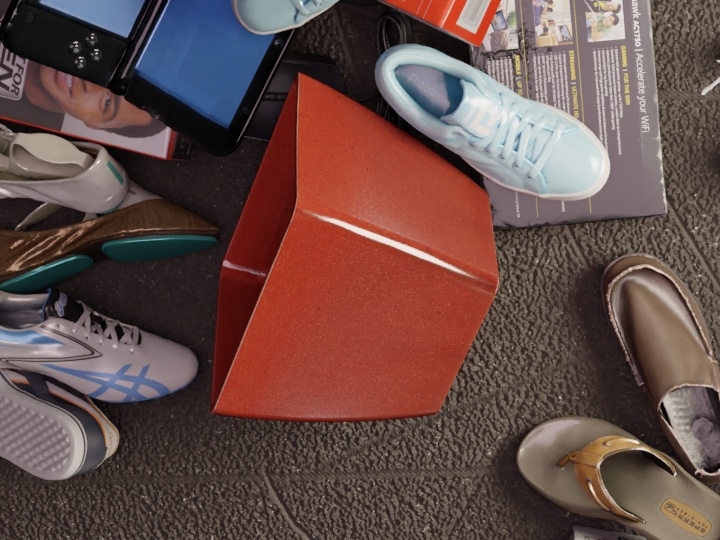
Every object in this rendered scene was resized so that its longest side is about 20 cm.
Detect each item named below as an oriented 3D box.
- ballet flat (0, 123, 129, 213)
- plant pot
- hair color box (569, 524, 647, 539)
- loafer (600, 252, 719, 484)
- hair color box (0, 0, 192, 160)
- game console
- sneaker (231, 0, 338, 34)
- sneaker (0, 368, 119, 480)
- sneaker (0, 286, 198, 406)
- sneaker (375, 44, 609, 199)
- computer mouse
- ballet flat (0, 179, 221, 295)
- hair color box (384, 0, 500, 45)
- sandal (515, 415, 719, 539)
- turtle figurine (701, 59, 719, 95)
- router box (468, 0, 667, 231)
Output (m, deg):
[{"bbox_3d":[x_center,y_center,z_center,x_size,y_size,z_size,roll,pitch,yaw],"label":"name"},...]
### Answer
[{"bbox_3d":[-0.282,-0.091,1.705,0.198,0.069,0.070,8,95,17],"label":"ballet flat"},{"bbox_3d":[0.000,0.000,1.629,0.175,0.201,0.201,16,123,-12],"label":"plant pot"},{"bbox_3d":[0.262,0.259,1.688,0.198,0.100,0.061,10,98,4],"label":"hair color box"},{"bbox_3d":[0.255,0.078,1.689,0.073,0.071,0.201,-28,92,6],"label":"loafer"},{"bbox_3d":[-0.226,-0.159,1.698,0.198,0.061,0.103,14,95,14],"label":"hair color box"},{"bbox_3d":[-0.143,-0.213,1.577,0.171,0.119,0.201,18,105,-42],"label":"game console"},{"bbox_3d":[-0.013,-0.234,1.526,0.199,0.082,0.074,-35,102,13],"label":"sneaker"},{"bbox_3d":[-0.285,0.112,1.738,0.199,0.079,0.079,30,106,27],"label":"sneaker"},{"bbox_3d":[-0.225,0.056,1.708,0.198,0.072,0.073,13,124,-11],"label":"sneaker"},{"bbox_3d":[0.096,-0.110,1.621,0.199,0.082,0.074,25,98,7],"label":"sneaker"},{"bbox_3d":[-0.052,-0.168,1.708,0.198,0.046,0.142,8,96,4],"label":"computer mouse"},{"bbox_3d":[-0.215,-0.035,1.730,0.198,0.068,0.073,-14,74,9],"label":"ballet flat"},{"bbox_3d":[0.006,-0.247,1.637,0.199,0.101,0.062,28,97,19],"label":"hair color box"},{"bbox_3d":[0.209,0.170,1.677,0.199,0.055,0.082,31,80,32],"label":"sandal"},{"bbox_3d":[0.353,-0.132,1.657,0.200,0.101,0.150,-40,50,5],"label":"turtle figurine"},{"bbox_3d":[0.163,-0.137,1.689,0.147,0.051,0.202,-4,92,5],"label":"router box"}]
